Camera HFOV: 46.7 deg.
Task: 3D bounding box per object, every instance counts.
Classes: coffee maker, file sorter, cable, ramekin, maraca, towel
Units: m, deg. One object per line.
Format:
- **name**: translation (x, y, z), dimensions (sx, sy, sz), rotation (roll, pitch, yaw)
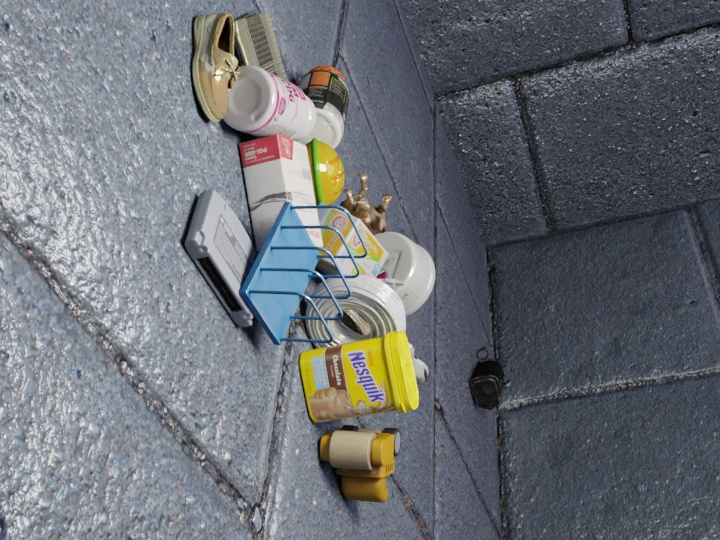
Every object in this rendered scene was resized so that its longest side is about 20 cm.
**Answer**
- **coffee maker**: translation (0.489, 0.426, 3.272), dimensions (0.192, 0.135, 0.200), rotation (54, 16, 0)
- **file sorter**: translation (-0.084, 0.005, 1.376), dimensions (0.139, 0.122, 0.201), rotation (64, 37, -43)
- **cable**: translation (-0.010, 0.100, 1.636), dimensions (0.069, 0.199, 0.201), rotation (-64, 162, -56)
- **ramekin**: translation (0.068, 0.006, 1.975), dimensions (0.098, 0.200, 0.201), rotation (41, 40, -52)
- **maraca**: translation (-0.086, -0.184, 1.744), dimensions (0.200, 0.106, 0.138), rotation (83, 4, -51)
- **towel**: translation (-0.199, -0.407, 1.652), dimensions (0.193, 0.034, 0.201), rotation (-57, 135, -64)

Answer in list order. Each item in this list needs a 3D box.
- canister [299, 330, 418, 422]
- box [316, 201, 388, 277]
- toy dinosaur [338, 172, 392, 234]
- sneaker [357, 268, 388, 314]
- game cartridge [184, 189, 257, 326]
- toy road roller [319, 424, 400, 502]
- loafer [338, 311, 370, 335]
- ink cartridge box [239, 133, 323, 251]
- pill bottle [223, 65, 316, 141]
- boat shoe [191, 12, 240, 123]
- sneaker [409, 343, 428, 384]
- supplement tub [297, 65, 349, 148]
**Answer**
- **canister**: translation (-0.004, 0.204, 1.574), dimensions (0.087, 0.199, 0.149), rotation (-10, 88, -74)
- **box**: translation (-0.035, -0.042, 1.741), dimensions (0.113, 0.101, 0.200), rotation (-60, 153, -8)
- **toy dinosaur**: translation (0.009, -0.115, 1.787), dimensions (0.200, 0.086, 0.136), rotation (40, -38, 41)
- **sneaker**: translation (0.000, 0.000, 1.868), dimensions (0.084, 0.120, 0.201), rotation (36, 44, -68)
- **game cartridge**: translation (-0.211, -0.023, 1.325), dimensions (0.134, 0.041, 0.200), rotation (-90, 161, -47)
- **toy road roller**: translation (0.005, 0.384, 1.635), dimensions (0.200, 0.122, 0.147), rotation (19, 72, -72)
- **loafer**: translation (-0.008, 0.141, 1.747), dimensions (0.200, 0.076, 0.068), rotation (47, 14, -6)
- **ink cartridge box**: translation (-0.145, -0.135, 1.538), dimensions (0.147, 0.083, 0.201), rotation (5, 75, -73)
- **pill bottle**: translation (-0.162, -0.295, 1.511), dimensions (0.200, 0.113, 0.114), rotation (-1, 80, -70)
- **boat shoe**: translation (-0.238, -0.346, 1.395), dimensions (0.074, 0.066, 0.201), rotation (34, 46, -67)
- **sneaker**: translation (0.123, 0.263, 2.230), dimensions (0.200, 0.073, 0.080), rotation (52, 45, -48)
- **supplement tub**: translation (-0.088, -0.355, 1.813), dimensions (0.200, 0.122, 0.123), rotation (-82, 155, -48)
